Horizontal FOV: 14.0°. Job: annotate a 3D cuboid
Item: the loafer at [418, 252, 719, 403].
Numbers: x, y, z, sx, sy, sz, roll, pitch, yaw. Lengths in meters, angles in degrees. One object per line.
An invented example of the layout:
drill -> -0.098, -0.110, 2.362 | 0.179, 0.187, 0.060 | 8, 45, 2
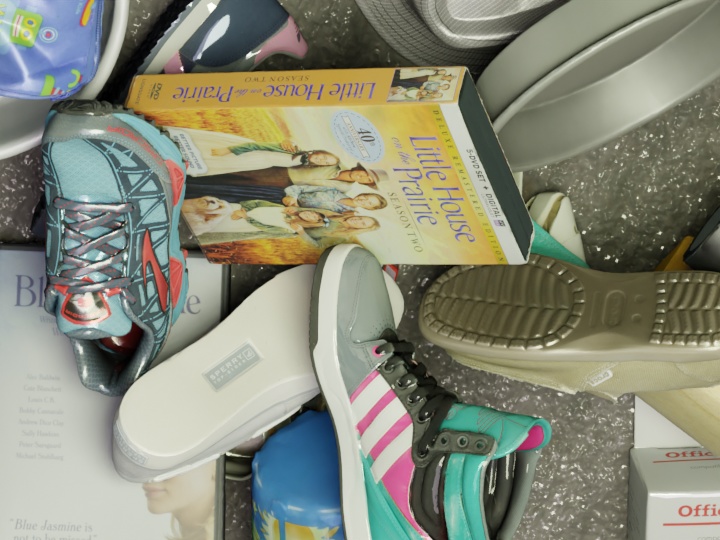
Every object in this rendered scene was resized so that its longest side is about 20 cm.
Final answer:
loafer -> 0.129, 0.039, 1.676 | 0.199, 0.076, 0.068 | 5, 142, 22

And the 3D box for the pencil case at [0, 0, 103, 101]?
pencil case -> -0.162, -0.186, 1.559 | 0.086, 0.078, 0.201 | 21, 113, 11

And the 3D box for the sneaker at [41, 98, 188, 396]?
sneaker -> -0.138, -0.007, 1.637 | 0.079, 0.096, 0.201 | 3, 138, 13

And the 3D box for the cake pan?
cake pan -> 0.147, -0.121, 1.651 | 0.199, 0.200, 0.037 | -29, 76, 8

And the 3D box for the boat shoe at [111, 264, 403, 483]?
boat shoe -> -0.061, 0.063, 1.707 | 0.200, 0.069, 0.072 | -38, 81, -28

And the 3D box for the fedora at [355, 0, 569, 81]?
fedora -> 0.088, -0.183, 1.658 | 0.199, 0.090, 0.177 | -28, 112, 8

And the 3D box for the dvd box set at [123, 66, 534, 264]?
dvd box set -> -0.016, -0.055, 1.638 | 0.199, 0.030, 0.147 | 1, 144, 22

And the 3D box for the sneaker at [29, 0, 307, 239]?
sneaker -> -0.111, -0.082, 1.698 | 0.082, 0.070, 0.200 | 35, 108, -14

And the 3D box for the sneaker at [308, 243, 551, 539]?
sneaker -> 0.043, 0.078, 1.636 | 0.120, 0.084, 0.201 | -9, 93, 26

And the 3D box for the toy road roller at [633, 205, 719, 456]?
toy road roller -> 0.248, 0.006, 1.745 | 0.123, 0.146, 0.200 | 37, 143, -1

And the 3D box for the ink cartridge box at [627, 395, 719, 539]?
ink cartridge box -> 0.227, 0.174, 1.834 | 0.115, 0.067, 0.201 | -2, 113, -3

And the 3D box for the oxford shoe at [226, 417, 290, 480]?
oxford shoe -> -0.136, 0.076, 1.772 | 0.199, 0.058, 0.076 | 18, 115, -9

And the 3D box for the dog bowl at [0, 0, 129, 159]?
dog bowl -> -0.229, -0.166, 1.649 | 0.199, 0.079, 0.201 | -2, 114, -4

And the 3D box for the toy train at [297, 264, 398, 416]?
toy train -> 0.000, 0.000, 1.763 | 0.046, 0.034, 0.201 | 10, 112, -22

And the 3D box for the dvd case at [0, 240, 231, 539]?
dvd case -> -0.149, 0.084, 1.733 | 0.142, 0.018, 0.201 | 2, 76, -5

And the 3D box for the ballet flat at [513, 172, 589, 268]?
ballet flat -> 0.090, -0.028, 1.734 | 0.200, 0.067, 0.071 | 39, 75, -35

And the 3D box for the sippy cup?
sippy cup -> -0.009, 0.159, 1.759 | 0.139, 0.178, 0.131 | -4, 128, 8
